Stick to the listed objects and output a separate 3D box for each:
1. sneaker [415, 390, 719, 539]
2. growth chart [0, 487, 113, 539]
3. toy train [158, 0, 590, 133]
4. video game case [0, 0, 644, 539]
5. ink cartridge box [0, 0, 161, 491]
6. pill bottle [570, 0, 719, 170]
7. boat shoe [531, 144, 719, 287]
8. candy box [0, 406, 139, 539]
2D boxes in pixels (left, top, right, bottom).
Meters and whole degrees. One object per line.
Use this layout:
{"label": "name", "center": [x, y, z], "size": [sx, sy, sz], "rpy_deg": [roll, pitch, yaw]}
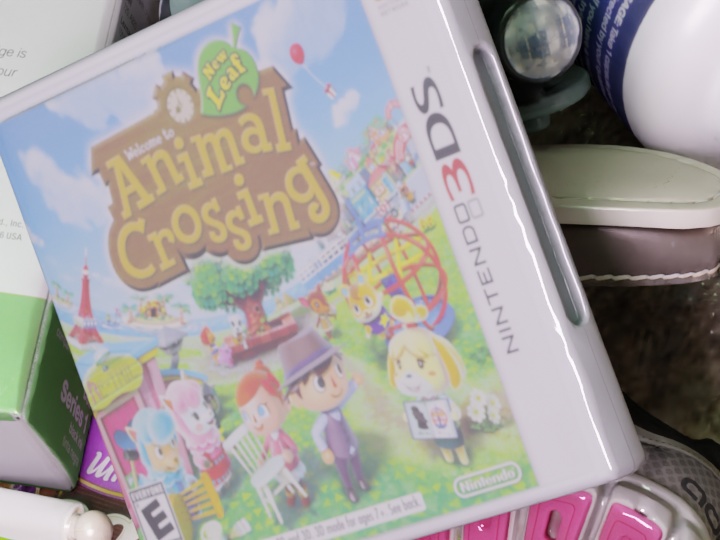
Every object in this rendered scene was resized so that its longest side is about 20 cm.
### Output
{"label": "sneaker", "center": [0.040, 0.064, 0.994], "size": [0.199, 0.087, 0.074], "rpy_deg": [17, 117, 26]}
{"label": "growth chart", "center": [-0.130, 0.171, 1.060], "size": [0.144, 0.018, 0.201], "rpy_deg": [-6, 86, 41]}
{"label": "toy train", "center": [-0.001, -0.087, 1.033], "size": [0.113, 0.086, 0.200], "rpy_deg": [-21, 21, -18]}
{"label": "video game case", "center": [-0.021, 0.002, 0.945], "size": [0.199, 0.022, 0.183], "rpy_deg": [-20, 90, 40]}
{"label": "ink cartridge box", "center": [-0.158, -0.033, 1.095], "size": [0.145, 0.084, 0.201], "rpy_deg": [7, 69, 13]}
{"label": "pill bottle", "center": [0.126, -0.101, 1.027], "size": [0.120, 0.120, 0.200], "rpy_deg": [-40, 52, 7]}
{"label": "boat shoe", "center": [0.032, -0.008, 0.993], "size": [0.199, 0.072, 0.060], "rpy_deg": [2, 106, 24]}
{"label": "candy box", "center": [-0.093, 0.097, 1.100], "size": [0.200, 0.056, 0.117], "rpy_deg": [27, 82, 39]}
